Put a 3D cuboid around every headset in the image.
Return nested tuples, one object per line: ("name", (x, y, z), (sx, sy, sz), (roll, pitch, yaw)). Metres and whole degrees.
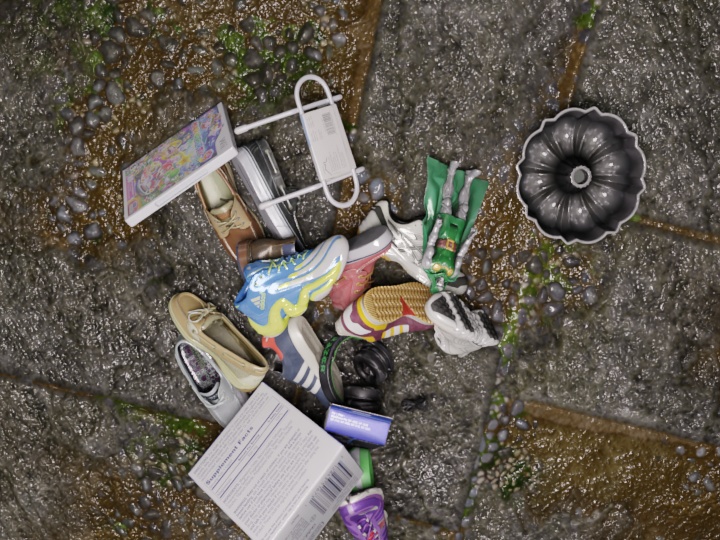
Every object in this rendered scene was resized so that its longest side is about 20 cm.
("headset", (0.022, 0.178, 1.230), (0.199, 0.093, 0.126), (38, 61, -33))

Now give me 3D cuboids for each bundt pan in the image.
("bundt pan", (0.330, -0.147, 1.183), (0.196, 0.076, 0.208), (0, 100, 2))

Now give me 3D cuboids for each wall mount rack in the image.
("wall mount rack", (-0.086, -0.182, 1.165), (0.171, 0.074, 0.205), (-23, 100, -30))

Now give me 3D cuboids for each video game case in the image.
("video game case", (-0.280, -0.165, 1.180), (0.198, 0.144, 0.018), (-32, 131, 7))

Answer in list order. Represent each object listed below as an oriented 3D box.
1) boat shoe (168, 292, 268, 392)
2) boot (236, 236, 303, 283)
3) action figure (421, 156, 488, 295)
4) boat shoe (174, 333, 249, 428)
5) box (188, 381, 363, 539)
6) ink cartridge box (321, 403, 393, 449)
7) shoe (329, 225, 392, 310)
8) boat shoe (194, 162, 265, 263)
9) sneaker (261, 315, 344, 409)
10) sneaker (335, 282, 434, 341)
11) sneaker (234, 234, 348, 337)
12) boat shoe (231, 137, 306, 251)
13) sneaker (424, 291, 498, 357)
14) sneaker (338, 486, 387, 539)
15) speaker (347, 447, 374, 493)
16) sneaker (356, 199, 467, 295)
("boat shoe", (-0.225, 0.102, 1.231), (0.201, 0.073, 0.063), (48, 130, 11))
("boot", (-0.116, 0.035, 1.207), (0.095, 0.075, 0.203), (-11, 124, 16))
("action figure", (0.136, -0.061, 1.176), (0.116, 0.055, 0.205), (15, 81, -19))
("boat shoe", (-0.245, 0.193, 1.267), (0.069, 0.072, 0.203), (-31, 97, 7))
("box", (-0.129, 0.311, 1.182), (0.198, 0.106, 0.185), (29, 72, 37))
("ink cartridge box", (-0.011, 0.247, 1.205), (0.097, 0.200, 0.040), (14, 72, -1))
("shoe", (0.000, 0.000, 1.184), (0.071, 0.198, 0.092), (-42, 103, -37))
("boat shoe", (-0.214, -0.091, 1.216), (0.074, 0.074, 0.203), (-27, 98, 7))
("sneaker", (-0.092, 0.161, 1.239), (0.083, 0.076, 0.203), (-19, 120, 13))
("sneaker", (0.045, 0.068, 1.203), (0.089, 0.197, 0.077), (-32, 65, 36))
("sneaker", (-0.108, 0.010, 1.121), (0.104, 0.076, 0.200), (33, 109, -30))
("boat shoe", (-0.126, -0.112, 1.210), (0.070, 0.072, 0.203), (-32, 109, -15))
("sneaker", (0.144, 0.092, 1.188), (0.080, 0.199, 0.076), (-32, 58, 19))
("sneaker", (0.016, 0.413, 1.241), (0.079, 0.085, 0.202), (-20, 140, 3))
("speaker", (-0.078, 0.346, 1.279), (0.195, 0.089, 0.091), (-8, 100, 4))
("sneaker", (0.093, -0.038, 1.212), (0.197, 0.076, 0.089), (31, 100, -4))
